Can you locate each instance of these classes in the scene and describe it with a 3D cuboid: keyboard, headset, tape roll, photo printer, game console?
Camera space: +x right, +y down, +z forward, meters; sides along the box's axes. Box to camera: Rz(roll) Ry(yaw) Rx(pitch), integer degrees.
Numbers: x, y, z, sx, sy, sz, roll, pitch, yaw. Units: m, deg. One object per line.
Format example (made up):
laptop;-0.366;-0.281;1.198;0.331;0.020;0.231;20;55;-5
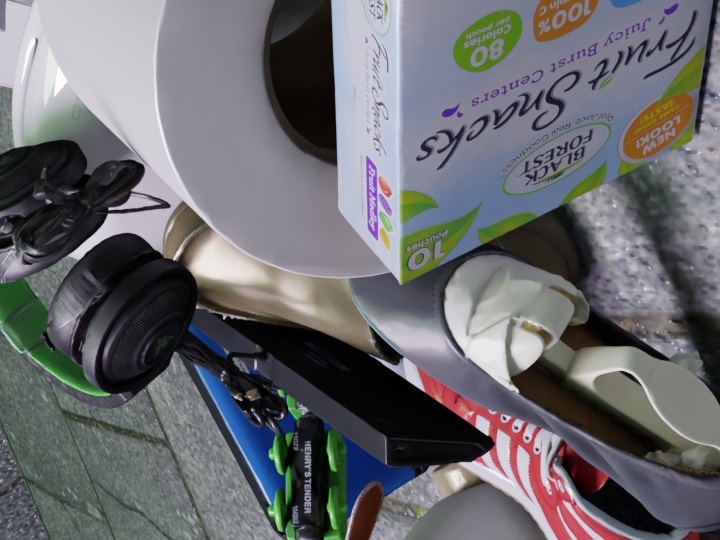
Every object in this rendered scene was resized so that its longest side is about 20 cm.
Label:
keyboard;-0.037;0.046;1.041;0.200;0.126;0.021;31;108;47
headset;-0.135;0.002;0.968;0.124;0.094;0.200;48;149;2
tape roll;-0.019;-0.115;0.903;0.139;0.202;0.204;40;149;52
photo printer;-0.068;-0.088;1.050;0.167;0.199;0.070;98;150;-46
game console;-0.054;0.061;1.344;0.118;0.170;0.201;-35;83;50

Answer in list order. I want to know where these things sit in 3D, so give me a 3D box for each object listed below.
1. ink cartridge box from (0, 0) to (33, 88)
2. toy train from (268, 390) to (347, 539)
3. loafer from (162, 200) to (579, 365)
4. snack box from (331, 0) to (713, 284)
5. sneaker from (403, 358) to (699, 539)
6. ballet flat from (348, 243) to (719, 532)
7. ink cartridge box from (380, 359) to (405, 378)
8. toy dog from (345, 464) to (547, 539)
ink cartridge box;-0.161;-0.200;1.033;0.200;0.084;0.146;119;168;-62
toy train;-0.024;0.050;1.163;0.056;0.041;0.202;62;-154;-70
loafer;0.000;0.000;1.020;0.068;0.198;0.076;-72;-20;-52
snack box;0.060;-0.102;0.785;0.053;0.142;0.201;52;157;34
sneaker;0.092;0.073;1.034;0.200;0.071;0.113;49;160;25
ballet flat;0.088;0.036;0.913;0.199;0.073;0.073;34;162;-4
ink cartridge box;0.018;0.018;1.233;0.120;0.042;0.200;63;164;10
toy dog;0.045;0.156;1.133;0.132;0.200;0.096;42;145;-6
